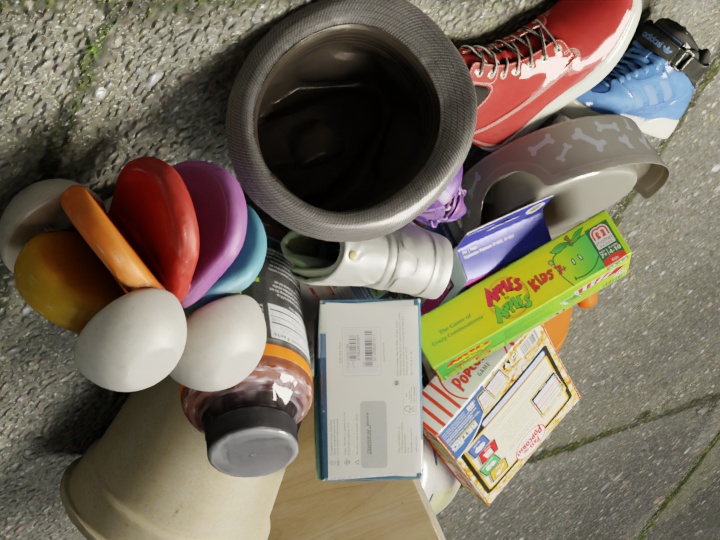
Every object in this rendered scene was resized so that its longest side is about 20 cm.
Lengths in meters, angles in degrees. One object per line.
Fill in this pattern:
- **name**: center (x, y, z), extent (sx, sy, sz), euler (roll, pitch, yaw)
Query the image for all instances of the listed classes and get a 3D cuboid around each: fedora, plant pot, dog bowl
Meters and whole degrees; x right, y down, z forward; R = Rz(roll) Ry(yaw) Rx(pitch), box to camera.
- **fedora**: center (-0.017, -0.108, 1.249), extent (0.200, 0.177, 0.090), euler (-47, -173, -21)
- **plant pot**: center (-0.136, 0.149, 1.436), extent (0.200, 0.200, 0.184), euler (2, 121, -52)
- **dog bowl**: center (0.180, -0.079, 1.505), extent (0.200, 0.059, 0.200), euler (-17, 164, -5)

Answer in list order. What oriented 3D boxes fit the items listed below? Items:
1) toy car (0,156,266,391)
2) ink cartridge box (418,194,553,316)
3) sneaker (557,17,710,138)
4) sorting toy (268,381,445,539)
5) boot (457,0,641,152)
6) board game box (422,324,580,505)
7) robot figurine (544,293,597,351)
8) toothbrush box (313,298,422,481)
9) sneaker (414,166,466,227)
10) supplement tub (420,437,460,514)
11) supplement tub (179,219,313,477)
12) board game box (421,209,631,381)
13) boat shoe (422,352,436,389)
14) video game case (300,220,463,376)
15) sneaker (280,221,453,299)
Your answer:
- **toy car**: center (-0.146, -0.014, 1.174), extent (0.200, 0.175, 0.150), euler (6, 126, -54)
- **ink cartridge box**: center (0.112, -0.001, 1.490), extent (0.095, 0.037, 0.200), euler (-24, 164, -22)
- **sneaker**: center (0.249, -0.189, 1.519), extent (0.200, 0.077, 0.111), euler (5, 122, -44)
- **sorting toy**: center (-0.038, 0.211, 1.587), extent (0.200, 0.199, 0.070), euler (-24, 180, 16)
- **boot**: center (0.142, -0.188, 1.390), extent (0.200, 0.072, 0.144), euler (-45, 151, 17)
- **board game box**: center (0.135, 0.132, 1.614), extent (0.152, 0.046, 0.200), euler (-48, 148, -9)
- **robot figurine**: center (0.164, 0.027, 1.682), extent (0.144, 0.117, 0.200), euler (-45, 156, -24)
- **toothbrush box**: center (0.003, 0.104, 1.390), extent (0.085, 0.147, 0.200), euler (-1, 175, -2)
- **sneaker**: center (0.061, -0.075, 1.352), extent (0.081, 0.083, 0.200), euler (-43, -172, 2)
- **supplement tub**: center (0.029, 0.200, 1.716), extent (0.145, 0.145, 0.200), euler (-45, 167, 10)
- **supplement tub**: center (-0.094, 0.062, 1.304), extent (0.107, 0.200, 0.107), euler (-5, 143, -4)
- **board game box**: center (0.144, 0.025, 1.470), extent (0.200, 0.048, 0.102), euler (-31, 167, 1)
- **boat shoe**: center (0.084, 0.079, 1.651), extent (0.070, 0.066, 0.200), euler (-29, 127, -17)
- **video game case**: center (0.000, 0.000, 1.499), extent (0.200, 0.018, 0.143), euler (-35, 135, -5)
- **sneaker**: center (-0.017, -0.023, 1.343), extent (0.115, 0.200, 0.074), euler (10, 91, -23)
